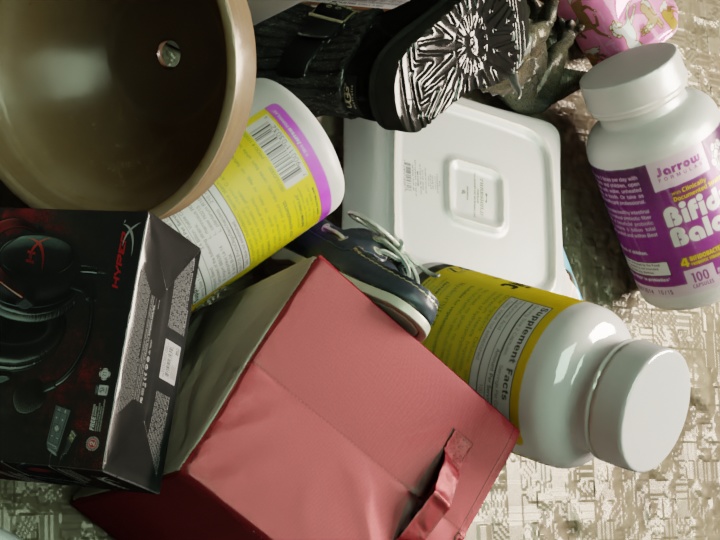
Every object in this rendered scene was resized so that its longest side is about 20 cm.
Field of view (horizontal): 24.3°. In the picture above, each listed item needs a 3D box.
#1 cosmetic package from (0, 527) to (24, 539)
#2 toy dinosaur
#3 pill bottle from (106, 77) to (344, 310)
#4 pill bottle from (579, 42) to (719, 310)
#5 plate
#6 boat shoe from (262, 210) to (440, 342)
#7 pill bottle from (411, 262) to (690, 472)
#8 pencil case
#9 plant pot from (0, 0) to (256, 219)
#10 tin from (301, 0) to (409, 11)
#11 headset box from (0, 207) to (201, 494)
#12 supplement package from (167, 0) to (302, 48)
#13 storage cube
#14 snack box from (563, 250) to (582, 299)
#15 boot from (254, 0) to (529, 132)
[{"bbox_3d":[-0.225,0.205,0.979,0.200,0.074,0.102,34,63,-30],"label":"cosmetic package"},{"bbox_3d":[0.130,-0.168,1.325,0.102,0.077,0.200,-66,158,-4],"label":"toy dinosaur"},{"bbox_3d":[-0.115,-0.032,1.073,0.200,0.104,0.104,-35,104,-20],"label":"pill bottle"},{"bbox_3d":[0.249,-0.078,1.354,0.112,0.112,0.200,-40,116,-35],"label":"pill bottle"},{"bbox_3d":[0.078,-0.052,1.250,0.200,0.032,0.200,14,63,-27],"label":"plate"},{"bbox_3d":[0.000,0.000,1.106,0.062,0.200,0.075,-47,112,-13],"label":"boat shoe"},{"bbox_3d":[0.112,0.067,1.112,0.111,0.200,0.112,-20,118,-44],"label":"pill bottle"},{"bbox_3d":[0.182,-0.265,1.372,0.200,0.083,0.087,56,37,-15],"label":"pencil case"},{"bbox_3d":[-0.138,-0.128,1.002,0.093,0.201,0.201,-18,93,-63],"label":"plant pot"},{"bbox_3d":[0.021,-0.223,1.218,0.200,0.112,0.042,-1,76,-37],"label":"tin"},{"bbox_3d":[-0.206,0.043,0.960,0.075,0.200,0.149,42,54,-64],"label":"headset box"},{"bbox_3d":[-0.113,-0.277,1.101,0.152,0.151,0.200,24,68,-31],"label":"supplement package"},{"bbox_3d":[-0.044,0.125,1.060,0.180,0.200,0.171,42,60,-17],"label":"storage cube"},{"bbox_3d":[0.087,0.036,1.272,0.200,0.037,0.116,-25,96,-38],"label":"snack box"},{"bbox_3d":[0.011,-0.164,1.181,0.211,0.158,0.080,-35,125,-47],"label":"boot"}]
